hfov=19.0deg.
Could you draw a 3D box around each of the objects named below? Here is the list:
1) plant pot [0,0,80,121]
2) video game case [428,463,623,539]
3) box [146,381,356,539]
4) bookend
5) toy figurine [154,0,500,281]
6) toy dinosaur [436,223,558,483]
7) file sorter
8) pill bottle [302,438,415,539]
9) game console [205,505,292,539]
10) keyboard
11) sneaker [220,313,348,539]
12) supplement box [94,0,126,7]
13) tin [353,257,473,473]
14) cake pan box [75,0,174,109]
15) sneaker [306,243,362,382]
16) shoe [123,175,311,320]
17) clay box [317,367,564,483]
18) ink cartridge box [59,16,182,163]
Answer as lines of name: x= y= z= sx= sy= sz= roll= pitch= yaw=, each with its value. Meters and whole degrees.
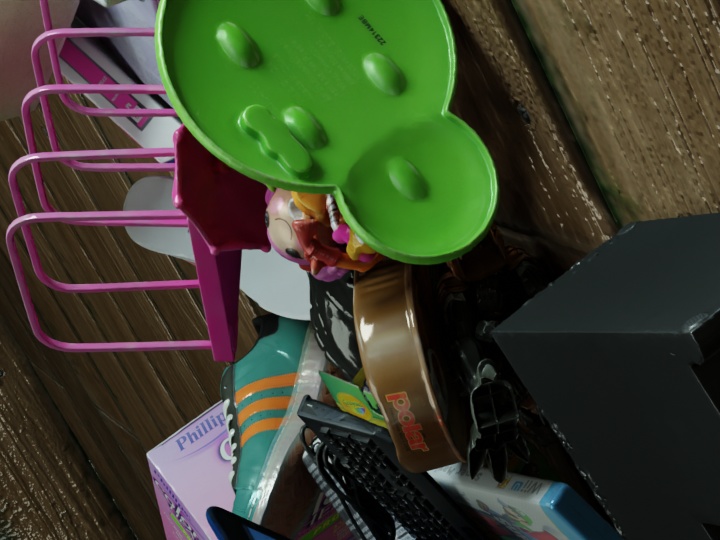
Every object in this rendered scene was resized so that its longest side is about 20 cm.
plant pot: x=-0.260 y=-0.174 z=1.423 sx=0.134 sy=0.202 sz=0.200 roll=21 pitch=170 yaw=-12
video game case: x=0.101 y=0.157 z=1.222 sx=0.143 sy=0.018 sz=0.200 roll=45 pitch=161 yaw=-22
box: x=-0.059 y=0.161 z=1.646 sx=0.097 sy=0.175 sz=0.200 roll=50 pitch=163 yaw=21
bookend: x=0.177 y=0.080 z=0.918 sx=0.199 sy=0.092 sz=0.200 roll=56 pitch=164 yaw=-9
toy figurine: x=-0.028 y=-0.055 z=1.111 sx=0.200 sy=0.150 sz=0.184 roll=50 pitch=156 yaw=9
toy dinosaur: x=0.074 y=0.033 z=1.149 sx=0.200 sy=0.102 sz=0.136 roll=39 pitch=-163 yaw=-41
file sorter: x=-0.138 y=-0.066 z=1.298 sx=0.139 sy=0.124 sz=0.201 roll=85 pitch=-175 yaw=-53
pill bottle: x=0.057 y=0.176 z=1.456 sx=0.201 sy=0.106 sz=0.106 roll=54 pitch=165 yaw=5
game console: x=0.031 y=0.193 z=1.292 sx=0.199 sy=0.170 sz=0.119 roll=30 pitch=-136 yaw=-40
keyboard: x=0.026 y=0.148 z=1.246 sx=0.104 sy=0.040 sz=0.200 roll=17 pitch=154 yaw=49
sneaker: x=-0.066 y=0.112 z=1.517 sx=0.079 sy=0.201 sz=0.072 roll=2 pitch=140 yaw=21
supplement box: x=-0.124 y=-0.247 z=1.071 sx=0.103 sy=0.101 sz=0.201 roll=30 pitch=137 yaw=58
tin: x=0.030 y=0.030 z=1.185 sx=0.200 sy=0.042 sz=0.112 roll=-87 pitch=-25 yaw=-60
cake pan box: x=-0.161 y=-0.210 z=1.432 sx=0.200 sy=0.052 sz=0.185 roll=42 pitch=158 yaw=40
sneaker: x=0.000 y=0.000 z=1.335 sx=0.201 sy=0.076 sz=0.091 roll=57 pitch=161 yaw=-9
shoe: x=-0.067 y=-0.018 z=1.524 sx=0.199 sy=0.072 sz=0.091 roll=21 pitch=-172 yaw=29
clay box: x=0.068 y=0.120 z=1.307 sx=0.115 sy=0.048 sz=0.200 roll=19 pitch=155 yaw=52
ink cartridge box: x=-0.154 y=-0.115 z=1.522 sx=0.200 sy=0.037 sz=0.095 roll=40 pitch=-176 yaw=13
